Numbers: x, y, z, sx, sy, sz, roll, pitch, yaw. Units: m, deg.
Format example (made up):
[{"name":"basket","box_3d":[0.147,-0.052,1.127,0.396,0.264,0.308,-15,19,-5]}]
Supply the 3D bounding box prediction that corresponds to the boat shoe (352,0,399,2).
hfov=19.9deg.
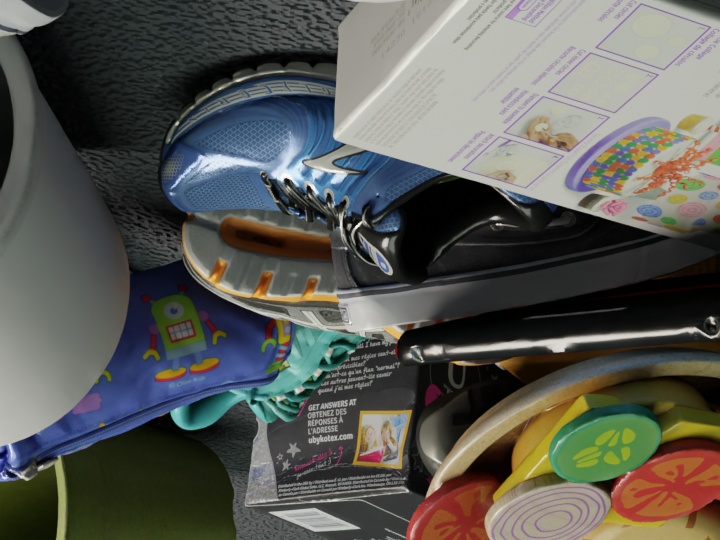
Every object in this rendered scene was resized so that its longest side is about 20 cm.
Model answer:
[{"name":"boat shoe","box_3d":[0.046,-0.147,0.662,0.199,0.072,0.066,-14,147,39]}]

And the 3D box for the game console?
[{"name":"game console","box_3d":[0.142,0.023,0.930,0.199,0.031,0.176,-8,-178,43]}]

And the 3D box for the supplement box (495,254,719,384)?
[{"name":"supplement box","box_3d":[0.173,0.025,1.079,0.199,0.069,0.067,-7,155,26]}]

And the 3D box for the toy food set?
[{"name":"toy food set","box_3d":[0.121,0.108,0.998,0.197,0.049,0.200,9,137,-29]}]

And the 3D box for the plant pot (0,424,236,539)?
[{"name":"plant pot","box_3d":[-0.192,0.170,1.419,0.199,0.202,0.189,-14,165,42]}]

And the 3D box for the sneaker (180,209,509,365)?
[{"name":"sneaker","box_3d":[0.000,0.000,1.059,0.199,0.079,0.077,17,166,-14]}]

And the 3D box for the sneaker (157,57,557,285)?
[{"name":"sneaker","box_3d":[-0.002,-0.042,0.915,0.199,0.090,0.079,-4,156,23]}]

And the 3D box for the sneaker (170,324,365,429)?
[{"name":"sneaker","box_3d":[-0.035,0.047,1.167,0.199,0.080,0.077,-16,150,42]}]

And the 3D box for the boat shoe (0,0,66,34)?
[{"name":"boat shoe","box_3d":[-0.194,-0.131,0.734,0.086,0.075,0.202,-20,158,20]}]

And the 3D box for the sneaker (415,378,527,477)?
[{"name":"sneaker","box_3d":[0.079,0.103,1.111,0.079,0.076,0.200,-3,167,34]}]

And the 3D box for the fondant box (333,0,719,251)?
[{"name":"fondant box","box_3d":[0.108,-0.082,0.809,0.199,0.059,0.144,16,149,-22]}]

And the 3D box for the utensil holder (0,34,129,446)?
[{"name":"utensil holder","box_3d":[-0.201,-0.018,0.918,0.169,0.171,0.200,2,160,8]}]

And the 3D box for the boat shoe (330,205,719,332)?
[{"name":"boat shoe","box_3d":[0.083,-0.022,0.976,0.199,0.068,0.072,-10,-175,0]}]

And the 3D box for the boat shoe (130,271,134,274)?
[{"name":"boat shoe","box_3d":[-0.171,0.030,1.146,0.074,0.087,0.202,-1,157,18]}]

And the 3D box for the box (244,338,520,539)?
[{"name":"box","box_3d":[0.043,0.112,1.269,0.132,0.115,0.200,-10,153,37]}]

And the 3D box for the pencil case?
[{"name":"pencil case","box_3d":[-0.128,0.048,1.074,0.199,0.087,0.078,-19,164,-31]}]
